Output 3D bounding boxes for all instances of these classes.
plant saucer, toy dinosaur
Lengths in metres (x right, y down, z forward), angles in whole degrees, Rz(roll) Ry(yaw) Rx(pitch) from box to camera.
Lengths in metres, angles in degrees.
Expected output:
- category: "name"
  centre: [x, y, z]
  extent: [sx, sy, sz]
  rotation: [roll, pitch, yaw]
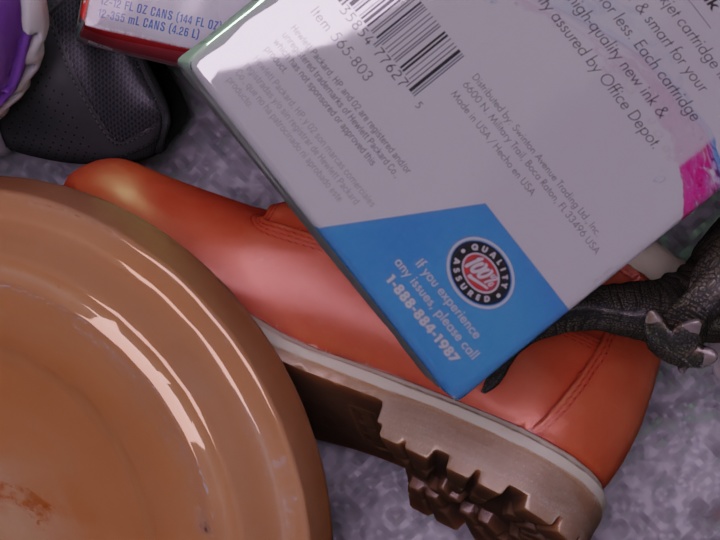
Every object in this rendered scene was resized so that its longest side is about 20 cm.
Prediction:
- category: "plant saucer"
  centre: [-0.105, 0.073, 0.854]
  extent: [0.200, 0.032, 0.201]
  rotation: [7, 107, 23]
- category: "toy dinosaur"
  centre: [0.131, -0.003, 0.794]
  extent: [0.200, 0.102, 0.077]
  rotation: [-36, 91, 19]

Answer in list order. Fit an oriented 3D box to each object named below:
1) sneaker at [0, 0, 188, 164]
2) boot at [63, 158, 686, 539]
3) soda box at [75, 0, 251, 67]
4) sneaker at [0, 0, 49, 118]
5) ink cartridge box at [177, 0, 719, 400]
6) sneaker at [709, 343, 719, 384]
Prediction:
- category: "sneaker"
  centre: [-0.074, -0.126, 0.897]
  extent: [0.085, 0.074, 0.200]
  rotation: [13, 95, 6]
- category: "boot"
  centre: [0.000, 0.000, 0.871]
  extent: [0.200, 0.075, 0.107]
  rotation: [25, 73, 14]
- category: "soda box"
  centre: [0.021, -0.078, 0.841]
  extent: [0.200, 0.063, 0.070]
  rotation: [12, 88, -7]
- category: "sneaker"
  centre: [-0.171, -0.043, 0.845]
  extent: [0.200, 0.088, 0.081]
  rotation: [-31, 102, 40]
- category: "ink cartridge box"
  centre: [0.064, -0.074, 0.779]
  extent: [0.200, 0.068, 0.115]
  rotation: [-38, 97, -2]
- category: "sneaker"
  centre: [0.196, 0.036, 0.822]
  extent: [0.200, 0.082, 0.077]
  rotation: [2, 49, 33]
